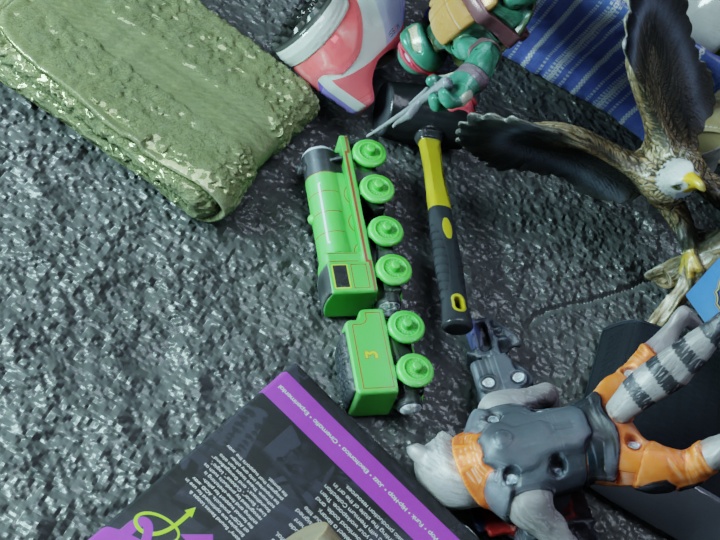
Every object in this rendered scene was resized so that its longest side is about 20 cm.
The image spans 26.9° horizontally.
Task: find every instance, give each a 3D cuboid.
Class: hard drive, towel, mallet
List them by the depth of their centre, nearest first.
[{"bbox_3d":[0.233,0.116,0.934,0.200,0.042,0.135,28,48,-4],"label":"hard drive"},{"bbox_3d":[-0.134,-0.124,0.944,0.200,0.036,0.148,35,47,3],"label":"towel"},{"bbox_3d":[0.040,-0.045,0.959,0.066,0.041,0.200,14,48,-13],"label":"mallet"},{"bbox_3d":[0.147,-0.159,1.045,0.200,0.145,0.024,27,75,-5],"label":"towel"}]

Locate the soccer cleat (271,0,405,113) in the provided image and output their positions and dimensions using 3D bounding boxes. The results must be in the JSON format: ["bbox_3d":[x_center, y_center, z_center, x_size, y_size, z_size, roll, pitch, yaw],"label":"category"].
[{"bbox_3d":[0.004,-0.181,1.042,0.073,0.068,0.200,47,38,-17],"label":"soccer cleat"}]

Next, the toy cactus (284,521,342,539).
[{"bbox_3d":[0.014,0.196,0.703,0.200,0.102,0.165,-36,100,-33],"label":"toy cactus"}]

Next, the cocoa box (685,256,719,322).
[{"bbox_3d":[0.334,0.032,0.944,0.200,0.131,0.133,13,37,-39],"label":"cocoa box"}]

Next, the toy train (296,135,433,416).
[{"bbox_3d":[0.000,0.000,0.913,0.056,0.042,0.200,-2,56,-14],"label":"toy train"}]

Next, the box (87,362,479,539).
[{"bbox_3d":[-0.049,0.154,0.773,0.143,0.036,0.200,44,47,8],"label":"box"}]

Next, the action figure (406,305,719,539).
[{"bbox_3d":[0.114,0.074,0.849,0.193,0.105,0.200,-23,54,-2],"label":"action figure"}]

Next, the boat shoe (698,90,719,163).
[{"bbox_3d":[0.285,-0.082,1.042,0.072,0.200,0.065,30,79,-36],"label":"boat shoe"}]

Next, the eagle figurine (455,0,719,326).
[{"bbox_3d":[0.180,-0.079,0.958,0.200,0.151,0.152,46,61,-13],"label":"eagle figurine"}]

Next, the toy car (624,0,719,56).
[{"bbox_3d":[0.298,-0.190,1.093,0.175,0.200,0.150,24,85,-13],"label":"toy car"}]

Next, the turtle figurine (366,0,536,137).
[{"bbox_3d":[0.068,-0.176,0.943,0.101,0.200,0.150,1,57,-52],"label":"turtle figurine"}]
